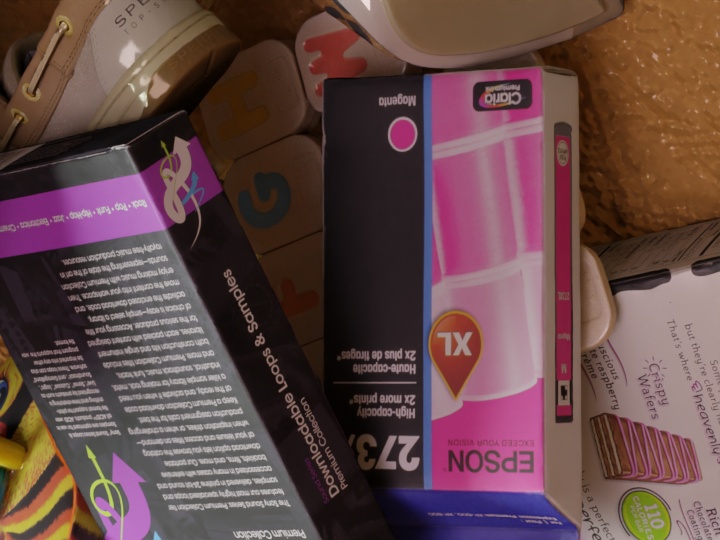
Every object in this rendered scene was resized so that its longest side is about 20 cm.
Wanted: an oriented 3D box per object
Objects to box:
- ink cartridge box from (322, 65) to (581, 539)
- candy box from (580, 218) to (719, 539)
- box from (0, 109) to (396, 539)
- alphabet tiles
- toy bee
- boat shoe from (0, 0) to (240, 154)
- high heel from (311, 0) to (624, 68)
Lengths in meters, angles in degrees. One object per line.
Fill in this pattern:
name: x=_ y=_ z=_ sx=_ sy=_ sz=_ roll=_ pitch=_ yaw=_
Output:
ink cartridge box: x=0.033 y=0.027 z=1.031 sx=0.094 sy=0.037 sz=0.201 roll=-2 pitch=90 yaw=30
candy box: x=0.103 y=0.060 z=1.083 sx=0.199 sy=0.061 sz=0.137 roll=-12 pitch=106 yaw=32
box: x=-0.071 y=0.043 z=1.044 sx=0.143 sy=0.036 sz=0.201 roll=-7 pitch=111 yaw=51
alphabet tiles: x=0.000 y=0.000 z=1.079 sx=0.195 sy=0.015 sz=0.201 roll=-21 pitch=78 yaw=31
toy bee: x=-0.140 y=0.072 z=1.180 sx=0.200 sy=0.131 sz=0.109 roll=30 pitch=95 yaw=39
boat shoe: x=-0.110 y=-0.065 z=1.092 sx=0.066 sy=0.074 sz=0.200 roll=51 pitch=145 yaw=1
high heel: x=-0.006 y=-0.137 z=1.054 sx=0.199 sy=0.143 sz=0.072 roll=9 pitch=114 yaw=-16
